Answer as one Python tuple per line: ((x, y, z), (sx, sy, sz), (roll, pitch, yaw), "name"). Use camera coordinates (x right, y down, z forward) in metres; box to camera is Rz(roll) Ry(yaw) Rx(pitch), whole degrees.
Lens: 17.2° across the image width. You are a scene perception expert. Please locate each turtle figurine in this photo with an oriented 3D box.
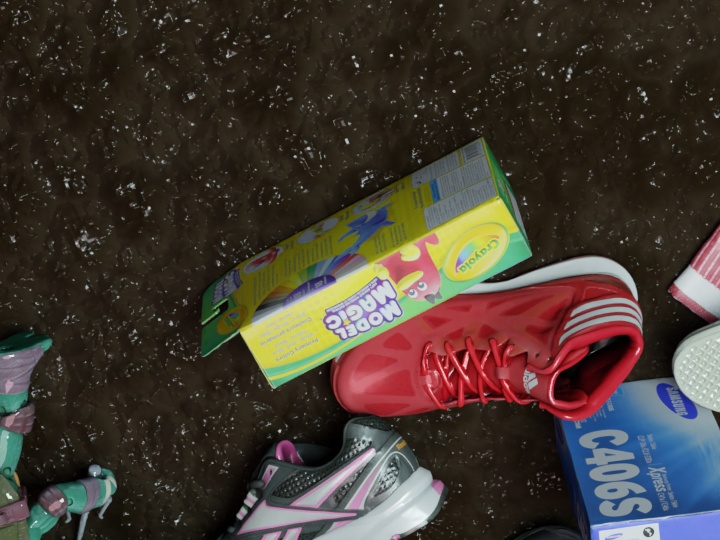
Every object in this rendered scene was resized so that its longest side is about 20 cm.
((-0.228, 0.141, 1.485), (0.149, 0.101, 0.200), (-6, 105, 0), "turtle figurine")

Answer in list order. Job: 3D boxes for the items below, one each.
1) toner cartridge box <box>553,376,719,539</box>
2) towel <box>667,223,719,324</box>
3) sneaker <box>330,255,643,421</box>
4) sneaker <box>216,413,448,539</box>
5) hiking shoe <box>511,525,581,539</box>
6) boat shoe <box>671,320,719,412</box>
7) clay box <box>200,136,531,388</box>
((0.173, 0.124, 1.434), (0.095, 0.200, 0.043), (-6, 110, -1), "toner cartridge box")
((0.308, -0.021, 1.482), (0.144, 0.023, 0.200), (36, 105, -13), "towel")
((0.077, 0.053, 1.450), (0.200, 0.116, 0.078), (-22, 109, 6), "sneaker")
((-0.044, 0.152, 1.504), (0.200, 0.080, 0.086), (-30, 92, 17), "sneaker")
((0.091, 0.259, 1.533), (0.076, 0.101, 0.200), (27, 107, -12), "hiking shoe")
((0.289, 0.041, 1.461), (0.200, 0.062, 0.075), (-15, 111, 6), "boat shoe")
((0.000, 0.000, 1.428), (0.200, 0.115, 0.048), (-28, 110, 9), "clay box")
